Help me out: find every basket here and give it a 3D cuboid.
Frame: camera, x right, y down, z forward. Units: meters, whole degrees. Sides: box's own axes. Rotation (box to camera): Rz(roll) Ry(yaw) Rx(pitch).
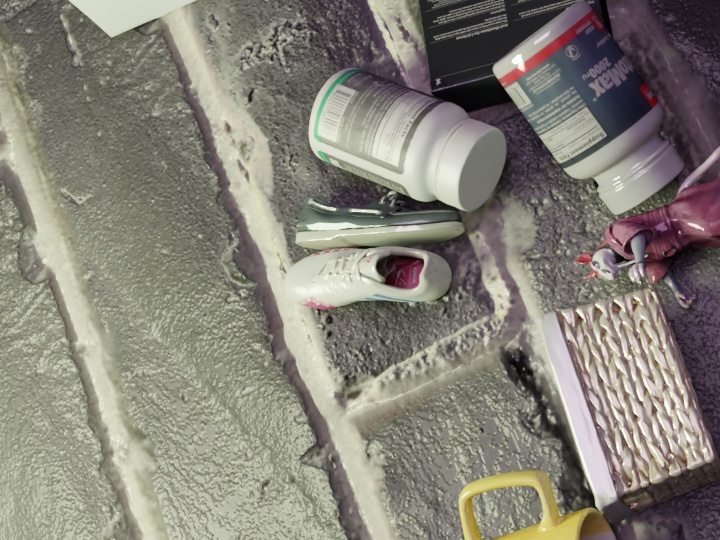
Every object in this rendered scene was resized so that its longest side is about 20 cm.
[{"bbox_3d":[0.266,0.131,1.392,0.123,0.136,0.200,-19,69,11],"label":"basket"}]

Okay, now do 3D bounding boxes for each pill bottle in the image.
[{"bbox_3d":[0.052,-0.142,1.561,0.200,0.113,0.113,25,84,29],"label":"pill bottle"},{"bbox_3d":[0.239,-0.164,1.459,0.120,0.120,0.200,-36,95,7],"label":"pill bottle"}]

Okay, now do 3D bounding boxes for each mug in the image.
[{"bbox_3d":[0.165,0.299,1.380,0.153,0.149,0.187,-14,68,26],"label":"mug"}]

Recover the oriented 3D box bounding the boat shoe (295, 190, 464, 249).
[{"bbox_3d":[0.020,-0.061,1.578,0.200,0.073,0.062,-3,77,25],"label":"boat shoe"}]

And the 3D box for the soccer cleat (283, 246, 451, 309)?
[{"bbox_3d":[0.000,0.000,1.558,0.200,0.086,0.070,-3,73,20],"label":"soccer cleat"}]

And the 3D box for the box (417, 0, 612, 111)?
[{"bbox_3d":[0.173,-0.270,1.579,0.200,0.079,0.141,-12,68,16],"label":"box"}]

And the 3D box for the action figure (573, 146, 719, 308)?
[{"bbox_3d":[0.308,-0.046,1.429,0.200,0.134,0.149,-17,67,13],"label":"action figure"}]

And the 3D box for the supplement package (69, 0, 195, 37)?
[{"bbox_3d":[-0.299,-0.431,1.767,0.152,0.151,0.200,-20,68,14],"label":"supplement package"}]
